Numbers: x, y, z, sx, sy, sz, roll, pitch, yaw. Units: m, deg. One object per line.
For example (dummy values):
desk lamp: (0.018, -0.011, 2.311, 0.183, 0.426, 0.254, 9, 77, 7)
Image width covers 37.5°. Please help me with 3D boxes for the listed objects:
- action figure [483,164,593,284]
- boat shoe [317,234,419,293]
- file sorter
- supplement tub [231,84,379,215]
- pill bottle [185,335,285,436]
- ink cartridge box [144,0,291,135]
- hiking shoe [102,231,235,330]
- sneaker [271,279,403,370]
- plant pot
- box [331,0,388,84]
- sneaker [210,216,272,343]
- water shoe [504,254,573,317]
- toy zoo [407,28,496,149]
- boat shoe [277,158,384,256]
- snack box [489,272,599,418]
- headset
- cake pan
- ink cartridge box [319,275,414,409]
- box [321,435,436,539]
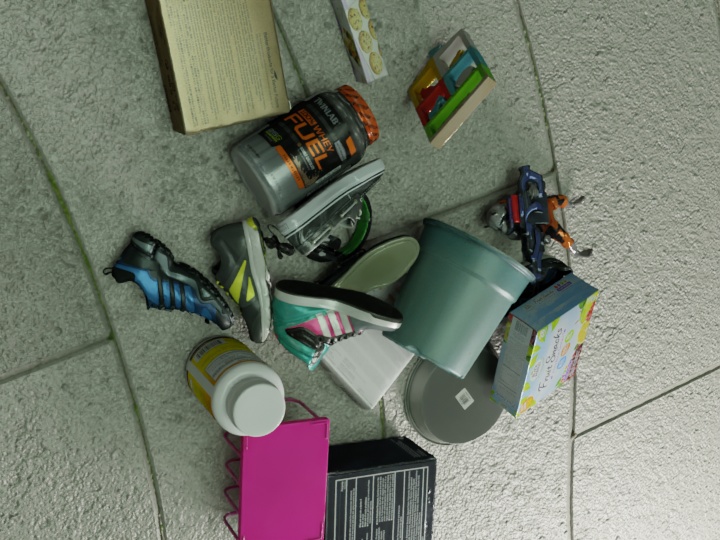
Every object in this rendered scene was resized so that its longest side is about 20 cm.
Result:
action figure: (0.294, -0.063, 1.781, 0.192, 0.105, 0.201, 11, 73, -22)
boat shoe: (0.001, 0.002, 1.653, 0.199, 0.066, 0.074, -41, 123, 11)
file sorter: (-0.139, 0.312, 1.650, 0.138, 0.125, 0.201, -3, 105, -26)
supplement tub: (-0.079, -0.181, 1.561, 0.200, 0.122, 0.123, -36, 115, -14)
pill bottle: (-0.180, 0.172, 1.554, 0.109, 0.200, 0.110, -6, 105, -23)
ink cartridge box: (-0.200, -0.307, 1.499, 0.164, 0.075, 0.201, -16, 107, -23)
hiking shoe: (-0.274, 0.031, 1.556, 0.200, 0.074, 0.087, 41, 91, -18)
sneaker: (-0.044, 0.094, 1.602, 0.199, 0.084, 0.121, 13, 111, -7)
plant pot: (0.143, 0.051, 1.673, 0.200, 0.200, 0.197, 30, 86, -28)
box: (-0.011, -0.381, 1.592, 0.041, 0.039, 0.201, -26, 112, -19)
sneaker: (-0.179, 0.016, 1.601, 0.084, 0.075, 0.201, -6, 110, 0)
water shoe: (0.270, 0.034, 1.803, 0.199, 0.079, 0.072, -32, 113, -15)
toy zoo: (0.132, -0.284, 1.604, 0.020, 0.200, 0.131, 29, 115, -28)
boat shoe: (-0.033, -0.091, 1.551, 0.200, 0.072, 0.071, -38, 101, -25)
snack box: (0.306, 0.126, 1.780, 0.168, 0.068, 0.201, -28, 138, -36)
headset: (-0.057, -0.063, 1.612, 0.199, 0.094, 0.124, -17, 115, -35)
cake pan: (0.172, 0.211, 1.823, 0.199, 0.037, 0.202, -6, 105, -24)
ink cartridge box: (0.020, 0.100, 1.728, 0.161, 0.050, 0.200, 49, 67, -26)
box: (0.008, 0.392, 1.740, 0.197, 0.123, 0.201, -3, 102, -26)
